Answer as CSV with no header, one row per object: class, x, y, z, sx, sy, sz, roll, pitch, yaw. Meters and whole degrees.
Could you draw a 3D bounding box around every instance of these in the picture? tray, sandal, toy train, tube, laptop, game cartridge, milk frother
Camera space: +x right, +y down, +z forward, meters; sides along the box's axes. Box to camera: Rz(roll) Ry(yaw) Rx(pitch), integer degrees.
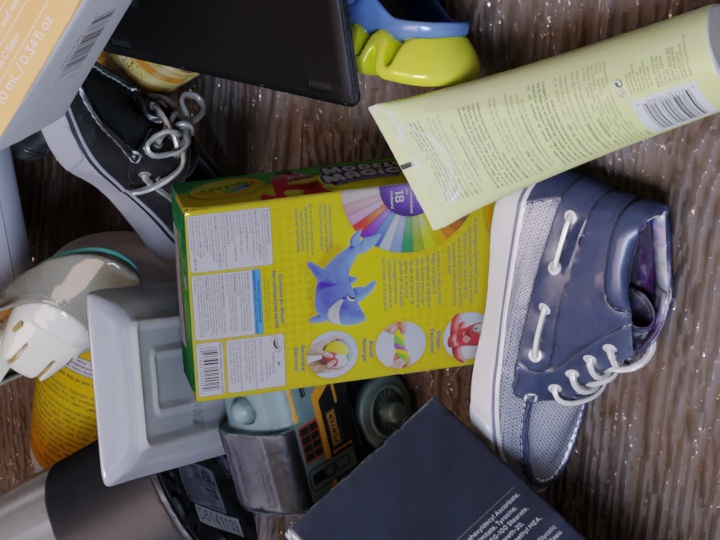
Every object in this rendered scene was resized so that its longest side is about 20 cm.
tray,-0.104,0.060,1.328,0.022,0.200,0.108,-4,90,18
sandal,-0.014,-0.156,1.261,0.200,0.079,0.087,15,104,34
toy train,-0.038,0.047,1.352,0.085,0.114,0.200,3,113,41
tube,0.101,-0.081,1.172,0.200,0.052,0.058,-19,68,32
laptop,-0.054,-0.215,1.241,0.187,0.116,0.200,16,127,37
game cartridge,-0.256,-0.030,1.508,0.200,0.040,0.134,-10,94,68
milk frother,-0.146,0.215,1.385,0.188,0.200,0.180,-30,135,17

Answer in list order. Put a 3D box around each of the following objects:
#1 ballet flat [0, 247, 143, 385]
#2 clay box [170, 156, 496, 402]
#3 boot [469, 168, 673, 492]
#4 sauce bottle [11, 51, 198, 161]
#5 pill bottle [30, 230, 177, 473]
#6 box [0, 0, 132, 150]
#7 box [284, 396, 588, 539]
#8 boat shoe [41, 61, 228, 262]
ballet flat,-0.199,0.042,1.366,0.067,0.064,0.200,38,144,-28
clay box,0.000,0.000,1.270,0.048,0.199,0.115,-124,30,-63
boot,0.115,0.044,1.238,0.090,0.073,0.200,23,125,39
sauce bottle,-0.156,-0.118,1.410,0.200,0.066,0.066,-30,90,47
pill bottle,-0.155,0.085,1.480,0.111,0.111,0.200,30,129,28
box,-0.224,-0.175,1.209,0.200,0.097,0.125,36,113,4
box,0.063,0.209,1.290,0.197,0.124,0.200,41,159,17
boat shoe,-0.123,-0.071,1.345,0.068,0.074,0.199,-12,140,20
